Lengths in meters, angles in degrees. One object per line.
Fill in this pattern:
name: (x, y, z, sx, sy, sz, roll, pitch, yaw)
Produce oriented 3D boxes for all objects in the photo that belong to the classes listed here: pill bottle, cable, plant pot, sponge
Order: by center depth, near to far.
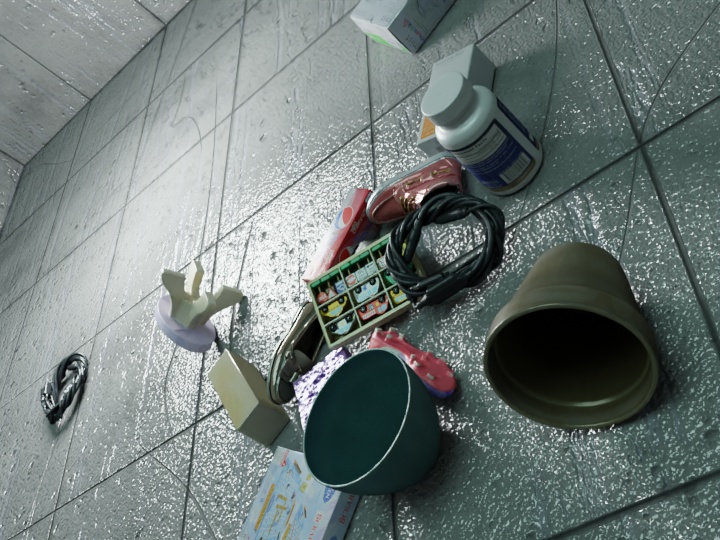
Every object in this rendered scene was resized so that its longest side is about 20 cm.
plant pot: (0.261, 0.062, 1.057, 0.199, 0.200, 0.174, -26, 26, 35)
plant pot: (0.035, 0.229, 1.213, 0.199, 0.134, 0.202, -31, 41, 31)
cable: (0.134, -0.041, 1.349, 0.199, 0.051, 0.164, -35, 54, 17)
pill bottle: (0.187, -0.216, 1.355, 0.110, 0.200, 0.112, -31, 39, 30)
sponge: (-0.047, 0.211, 1.393, 0.111, 0.030, 0.200, -38, 28, 8)
cable: (-0.752, 0.301, 2.213, 0.163, 0.051, 0.200, -44, 32, 7)

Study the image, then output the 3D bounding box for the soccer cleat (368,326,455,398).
soccer cleat: (0.075, 0.153, 1.310, 0.200, 0.066, 0.077, 34, 119, 51)

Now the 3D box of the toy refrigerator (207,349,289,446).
toy refrigerator: (-0.208, 0.230, 1.568, 0.070, 0.076, 0.200, -52, 34, 4)

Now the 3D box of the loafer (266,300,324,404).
loafer: (-0.104, 0.141, 1.528, 0.062, 0.072, 0.202, -5, 54, 40)

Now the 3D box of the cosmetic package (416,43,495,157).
cosmetic package: (0.174, -0.299, 1.562, 0.101, 0.071, 0.202, -19, 47, 41)

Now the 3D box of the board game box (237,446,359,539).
board game box: (-0.099, 0.384, 1.328, 0.199, 0.041, 0.202, 0, 61, 51)

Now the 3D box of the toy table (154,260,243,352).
toy table: (-0.349, 0.069, 1.809, 0.200, 0.183, 0.118, 46, 114, 44)

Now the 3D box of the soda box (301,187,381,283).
soda box: (-0.026, -0.052, 1.600, 0.070, 0.063, 0.201, 10, 69, 54)

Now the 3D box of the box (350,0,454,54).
box: (0.094, -0.582, 1.885, 0.177, 0.096, 0.200, -53, 34, 3)

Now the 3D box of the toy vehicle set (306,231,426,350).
toy vehicle set: (0.013, 0.031, 1.439, 0.199, 0.026, 0.125, -31, 66, 19)

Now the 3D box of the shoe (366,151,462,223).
shoe: (0.091, -0.123, 1.508, 0.199, 0.071, 0.092, -31, 34, 24)

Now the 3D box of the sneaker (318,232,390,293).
sneaker: (0.000, 0.000, 1.522, 0.199, 0.066, 0.091, -33, 34, 19)
